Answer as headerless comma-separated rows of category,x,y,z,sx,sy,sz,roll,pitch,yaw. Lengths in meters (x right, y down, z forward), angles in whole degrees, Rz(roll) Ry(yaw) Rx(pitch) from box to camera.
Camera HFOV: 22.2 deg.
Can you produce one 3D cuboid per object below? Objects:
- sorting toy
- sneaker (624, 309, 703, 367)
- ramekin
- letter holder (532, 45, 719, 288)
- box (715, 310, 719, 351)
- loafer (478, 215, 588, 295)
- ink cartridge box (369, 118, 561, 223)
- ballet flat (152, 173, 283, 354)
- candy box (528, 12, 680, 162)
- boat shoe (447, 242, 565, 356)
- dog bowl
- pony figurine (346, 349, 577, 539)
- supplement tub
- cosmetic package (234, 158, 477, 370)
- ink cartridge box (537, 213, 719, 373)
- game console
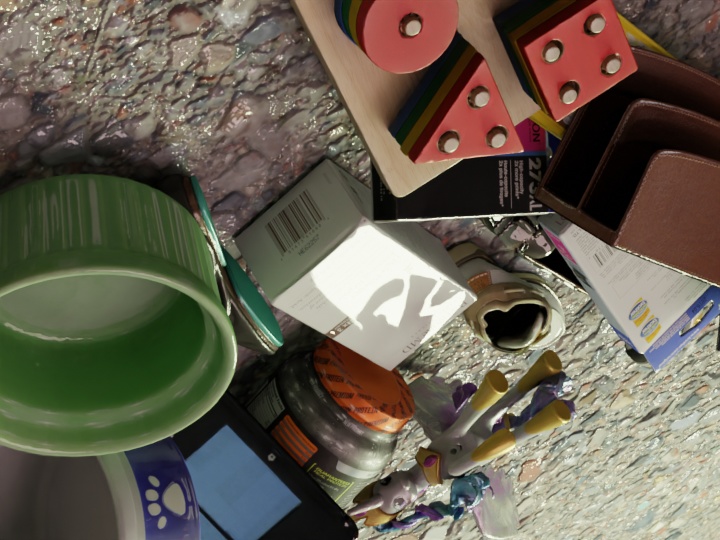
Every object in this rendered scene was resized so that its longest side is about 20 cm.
sorting toy,0.077,-0.161,1.224,0.198,0.070,0.200,-32,130,-4
sneaker,0.281,0.006,1.710,0.087,0.076,0.201,6,130,-25
ramekin,-0.186,0.028,1.234,0.199,0.098,0.201,-7,140,-6
letter holder,0.257,-0.074,1.401,0.199,0.100,0.143,18,102,-38
box,0.388,-0.024,1.575,0.200,0.104,0.183,-10,105,-61
loafer,0.158,-0.034,1.535,0.072,0.063,0.200,-41,148,12
ink cartridge box,0.091,-0.087,1.380,0.199,0.095,0.037,-4,-178,-41
ballet flat,-0.119,0.003,1.345,0.068,0.068,0.200,-23,138,3
candy box,0.208,-0.127,1.423,0.200,0.026,0.103,28,93,-41
boat shoe,0.130,0.041,1.605,0.075,0.069,0.200,-43,147,15
dog bowl,-0.213,0.199,1.389,0.079,0.200,0.200,1,135,-47
pony figurine,0.094,0.149,1.583,0.200,0.167,0.193,-40,166,31
supplement tub,-0.053,0.153,1.544,0.200,0.123,0.122,-46,146,21
cosmetic package,0.000,0.000,1.432,0.102,0.074,0.200,-40,146,13
ink cartridge box,0.239,-0.016,1.541,0.119,0.042,0.200,-44,127,-6
game console,-0.126,0.197,1.492,0.177,0.200,0.031,-41,-172,21
